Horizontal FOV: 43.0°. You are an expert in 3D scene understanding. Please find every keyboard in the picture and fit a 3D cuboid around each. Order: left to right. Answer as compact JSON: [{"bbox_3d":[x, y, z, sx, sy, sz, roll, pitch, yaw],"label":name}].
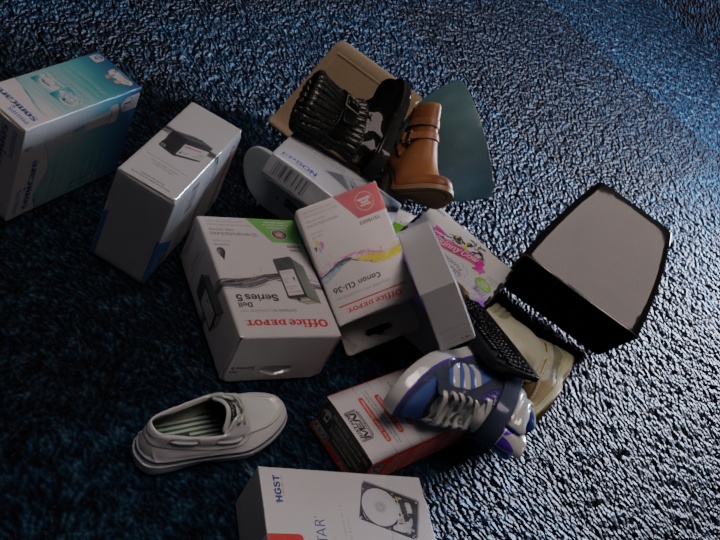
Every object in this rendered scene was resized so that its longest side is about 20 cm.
[{"bbox_3d":[0.159,0.069,1.181,0.103,0.040,0.200,15,19,-23],"label":"keyboard"}]

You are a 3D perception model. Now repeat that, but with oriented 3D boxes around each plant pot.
[{"bbox_3d":[0.127,-0.202,1.532,0.133,0.201,0.202,-16,50,-1],"label":"plant pot"},{"bbox_3d":[0.356,-0.011,1.398,0.199,0.200,0.178,37,78,6],"label":"plant pot"}]

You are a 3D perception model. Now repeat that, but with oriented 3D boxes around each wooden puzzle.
[{"bbox_3d":[-0.025,-0.261,1.507,0.184,0.037,0.200,39,79,17],"label":"wooden puzzle"}]

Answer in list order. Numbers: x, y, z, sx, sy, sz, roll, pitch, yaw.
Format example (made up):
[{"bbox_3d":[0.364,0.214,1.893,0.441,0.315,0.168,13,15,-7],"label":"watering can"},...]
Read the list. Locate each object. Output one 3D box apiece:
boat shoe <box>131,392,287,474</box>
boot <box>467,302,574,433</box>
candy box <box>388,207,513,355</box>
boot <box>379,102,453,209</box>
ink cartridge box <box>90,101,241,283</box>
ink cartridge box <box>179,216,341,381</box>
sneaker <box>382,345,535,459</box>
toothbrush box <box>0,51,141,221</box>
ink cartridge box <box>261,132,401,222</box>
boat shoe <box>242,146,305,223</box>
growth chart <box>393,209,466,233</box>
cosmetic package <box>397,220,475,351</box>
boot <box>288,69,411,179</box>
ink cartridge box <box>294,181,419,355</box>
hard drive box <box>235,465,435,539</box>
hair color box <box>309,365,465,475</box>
[{"bbox_3d":[-0.153,0.170,1.006,0.199,0.067,0.074,-16,58,-44],"label":"boat shoe"},{"bbox_3d":[0.214,0.133,1.300,0.154,0.072,0.200,38,33,7],"label":"boot"},{"bbox_3d":[0.108,0.013,1.341,0.167,0.072,0.200,40,44,8],"label":"candy box"},{"bbox_3d":[0.096,-0.178,1.373,0.073,0.156,0.199,24,-5,-27],"label":"boot"},{"bbox_3d":[-0.247,-0.104,1.175,0.083,0.146,0.201,30,38,-1],"label":"ink cartridge box"},{"bbox_3d":[-0.129,0.032,1.158,0.144,0.084,0.201,1,48,-34],"label":"ink cartridge box"},{"bbox_3d":[0.134,0.169,1.094,0.146,0.081,0.199,45,32,25],"label":"sneaker"},{"bbox_3d":[-0.387,-0.172,1.152,0.085,0.147,0.200,38,39,9],"label":"toothbrush box"},{"bbox_3d":[-0.033,-0.127,1.336,0.199,0.041,0.200,36,23,-5],"label":"ink cartridge box"},{"bbox_3d":[-0.089,-0.108,1.362,0.200,0.071,0.091,47,28,19],"label":"boat shoe"},{"bbox_3d":[0.082,-0.053,1.454,0.198,0.018,0.146,20,40,-14],"label":"growth chart"},{"bbox_3d":[0.094,0.014,1.160,0.200,0.050,0.083,-103,169,-65],"label":"cosmetic package"},{"bbox_3d":[-0.012,-0.252,1.382,0.157,0.079,0.213,31,46,-14],"label":"boot"},{"bbox_3d":[0.000,0.000,1.203,0.115,0.067,0.202,-21,88,-8],"label":"ink cartridge box"},{"bbox_3d":[-0.020,0.297,0.955,0.198,0.077,0.157,9,43,-26],"label":"hard drive box"},{"bbox_3d":[0.045,0.185,1.134,0.199,0.062,0.102,-12,56,-44],"label":"hair color box"}]
